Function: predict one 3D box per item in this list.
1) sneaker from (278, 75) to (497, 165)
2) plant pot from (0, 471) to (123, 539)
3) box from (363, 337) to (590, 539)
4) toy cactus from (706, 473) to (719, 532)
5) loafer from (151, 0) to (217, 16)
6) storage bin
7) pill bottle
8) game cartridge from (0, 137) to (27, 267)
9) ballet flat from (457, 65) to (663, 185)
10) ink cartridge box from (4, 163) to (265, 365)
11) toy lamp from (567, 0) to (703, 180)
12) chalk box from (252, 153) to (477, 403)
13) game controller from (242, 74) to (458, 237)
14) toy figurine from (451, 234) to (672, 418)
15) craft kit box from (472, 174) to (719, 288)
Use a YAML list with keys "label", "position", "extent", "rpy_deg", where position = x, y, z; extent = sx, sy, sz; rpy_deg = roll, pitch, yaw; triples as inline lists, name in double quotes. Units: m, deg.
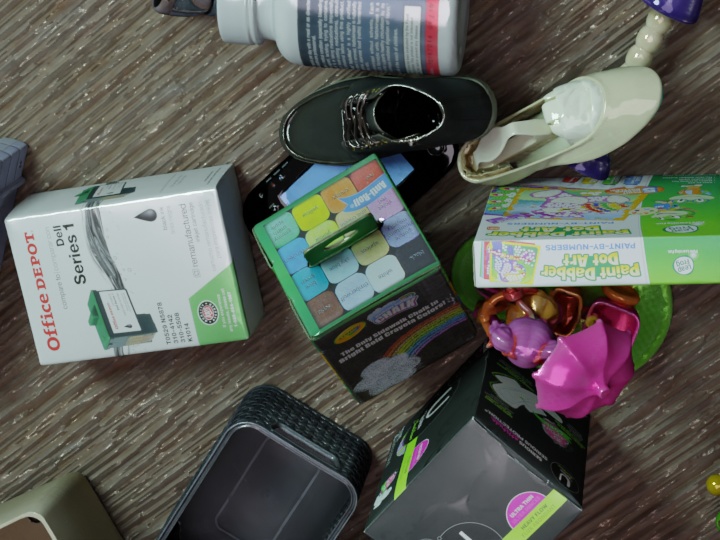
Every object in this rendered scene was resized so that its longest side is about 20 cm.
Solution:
- label: "sneaker"
  position: [0.003, -0.129, 1.637]
  extent: [0.200, 0.106, 0.075]
  rpy_deg: [-8, 91, 28]
- label: "plant pot"
  position: [-0.304, 0.301, 1.826]
  extent: [0.200, 0.177, 0.200]
  rpy_deg: [-25, 103, 16]
- label: "box"
  position: [0.105, 0.174, 1.707]
  extent: [0.124, 0.200, 0.149]
  rpy_deg: [40, 109, -5]
- label: "toy cactus"
  position: [0.405, 0.177, 1.727]
  extent: [0.165, 0.102, 0.200]
  rpy_deg: [32, 102, -13]
- label: "loafer"
  position: [-0.147, -0.308, 1.646]
  extent: [0.063, 0.072, 0.200]
  rpy_deg: [-10, 113, -22]
- label: "storage bin"
  position: [-0.094, 0.224, 1.813]
  extent: [0.135, 0.094, 0.200]
  rpy_deg: [32, 111, -3]
- label: "pill bottle"
  position: [-0.013, -0.226, 1.633]
  extent: [0.200, 0.120, 0.120]
  rpy_deg: [4, 109, 7]
- label: "game cartridge"
  position: [-0.347, -0.009, 1.755]
  extent: [0.038, 0.130, 0.200]
  rpy_deg: [17, 111, 3]
- label: "ballet flat"
  position: [0.158, -0.118, 1.632]
  extent: [0.200, 0.069, 0.070]
  rpy_deg: [-26, 104, 42]
- label: "ink cartridge box"
  position: [-0.200, -0.004, 1.757]
  extent: [0.200, 0.084, 0.146]
  rpy_deg: [-9, 106, 11]
- label: "toy lamp"
  position: [0.229, -0.174, 1.648]
  extent: [0.058, 0.058, 0.200]
  rpy_deg: [28, 111, -1]
- label: "chalk box"
  position: [0.000, 0.000, 1.629]
  extent: [0.125, 0.200, 0.124]
  rpy_deg: [-30, 61, 1]
- label: "game controller"
  position: [-0.010, -0.078, 1.725]
  extent: [0.200, 0.042, 0.104]
  rpy_deg: [-42, 98, 18]
- label: "toy figurine"
  position: [0.163, 0.049, 1.664]
  extent: [0.200, 0.184, 0.150]
  rpy_deg: [20, 110, 3]
- label: "craft kit box"
  position: [0.200, -0.034, 1.624]
  extent: [0.200, 0.198, 0.049]
  rpy_deg: [-1, 109, 9]
